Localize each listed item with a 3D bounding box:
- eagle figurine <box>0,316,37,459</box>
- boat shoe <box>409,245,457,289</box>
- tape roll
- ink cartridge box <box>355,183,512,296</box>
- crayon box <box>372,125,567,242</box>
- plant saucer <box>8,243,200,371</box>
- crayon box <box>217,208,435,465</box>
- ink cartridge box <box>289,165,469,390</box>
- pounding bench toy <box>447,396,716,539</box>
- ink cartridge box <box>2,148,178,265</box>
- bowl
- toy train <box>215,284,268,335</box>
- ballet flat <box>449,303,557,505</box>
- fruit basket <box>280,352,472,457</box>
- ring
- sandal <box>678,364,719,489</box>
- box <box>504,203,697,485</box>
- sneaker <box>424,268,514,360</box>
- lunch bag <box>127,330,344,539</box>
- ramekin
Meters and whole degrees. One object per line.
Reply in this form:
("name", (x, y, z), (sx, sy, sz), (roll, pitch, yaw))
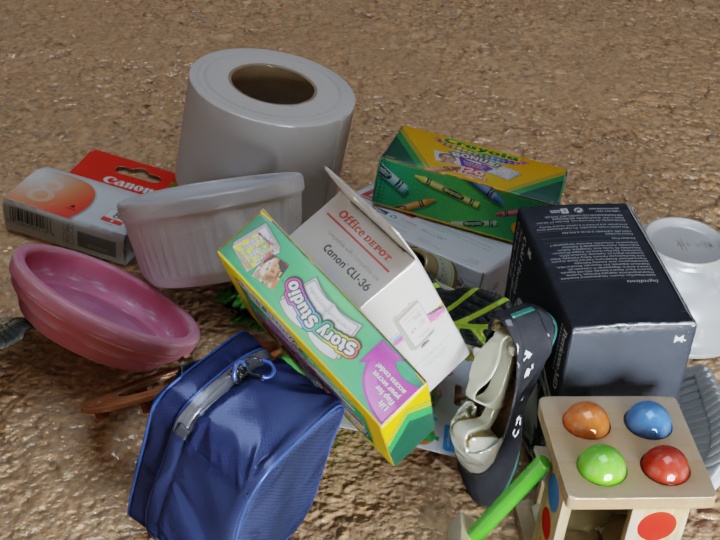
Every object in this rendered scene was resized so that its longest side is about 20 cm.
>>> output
("eagle figurine", (-0.387, 0.065, 1.263), (0.150, 0.152, 0.201), (-8, 38, 15))
("boat shoe", (0.000, 0.000, 1.383), (0.199, 0.066, 0.074), (-5, 67, 28))
("tape roll", (-0.115, -0.162, 1.590), (0.201, 0.140, 0.203), (9, 32, -6))
("ink cartridge box", (0.084, -0.025, 1.484), (0.199, 0.084, 0.175), (25, 29, 24))
("crayon box", (0.123, -0.094, 1.477), (0.199, 0.059, 0.119), (16, 26, 7))
("plant saucer", (-0.258, 0.042, 1.317), (0.200, 0.051, 0.201), (27, 11, -6))
("crayon box", (-0.024, 0.061, 1.120), (0.058, 0.173, 0.200), (-42, 73, -10))
("ink cartridge box", (0.011, 0.012, 1.151), (0.067, 0.200, 0.116), (-41, 50, -8))
("pounding bench toy", (0.178, 0.194, 1.134), (0.199, 0.157, 0.125), (0, 35, -7))
("ink cartridge box", (-0.298, -0.094, 1.564), (0.161, 0.050, 0.200), (16, 39, 14))
("bowl", (0.355, 0.003, 1.489), (0.200, 0.091, 0.202), (4, 36, -3))
("toy train", (-0.097, 0.031, 1.341), (0.056, 0.042, 0.200), (-40, 16, -15))
("ballet flat", (0.114, 0.121, 1.185), (0.073, 0.201, 0.073), (15, 19, -5))
("fruit basket", (0.017, 0.095, 1.307), (0.199, 0.094, 0.186), (11, 35, 1))
("ring", (-0.163, 0.104, 1.240), (0.199, 0.019, 0.200), (-17, 4, 1))
("sandal", (0.336, 0.162, 1.291), (0.050, 0.082, 0.203), (47, 30, -17))
("box", (0.217, 0.072, 1.275), (0.123, 0.201, 0.197), (-3, 36, -10))
("sneaker", (0.069, 0.047, 1.281), (0.199, 0.076, 0.076), (24, 71, 34))
("lunch bag", (-0.112, 0.150, 1.105), (0.132, 0.201, 0.136), (33, 39, 18))
("ramekin", (-0.153, -0.044, 1.420), (0.201, 0.095, 0.202), (-9, 9, 1))
